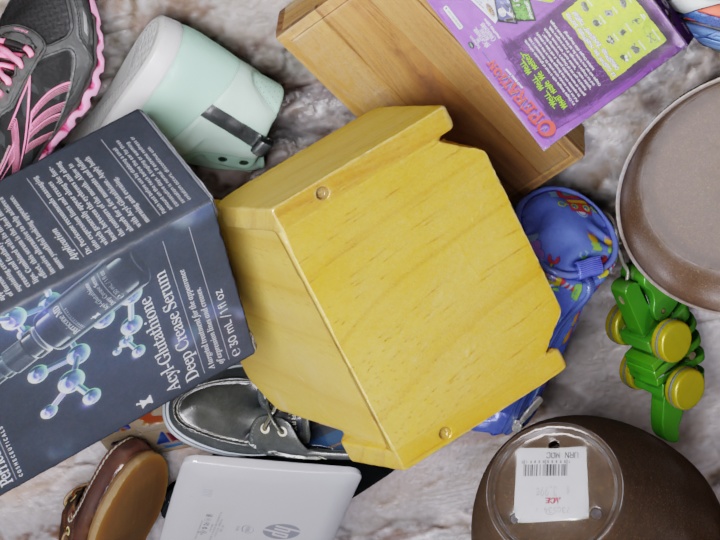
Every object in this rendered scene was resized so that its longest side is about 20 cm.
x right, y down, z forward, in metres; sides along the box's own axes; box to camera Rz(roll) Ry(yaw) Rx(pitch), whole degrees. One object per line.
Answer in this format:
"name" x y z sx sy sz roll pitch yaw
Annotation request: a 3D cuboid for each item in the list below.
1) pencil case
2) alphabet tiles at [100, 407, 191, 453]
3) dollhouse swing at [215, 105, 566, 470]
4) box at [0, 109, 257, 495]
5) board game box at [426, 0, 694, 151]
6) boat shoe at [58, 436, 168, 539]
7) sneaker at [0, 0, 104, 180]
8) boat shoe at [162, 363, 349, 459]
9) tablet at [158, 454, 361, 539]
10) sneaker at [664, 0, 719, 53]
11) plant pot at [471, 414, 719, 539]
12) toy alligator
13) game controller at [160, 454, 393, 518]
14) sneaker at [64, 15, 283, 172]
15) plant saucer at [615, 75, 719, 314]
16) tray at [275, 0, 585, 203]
"pencil case" 0.111 0.035 1.668 0.078 0.087 0.200 -18 148 -34
"alphabet tiles" -0.179 0.092 1.765 0.199 0.008 0.167 -12 144 13
"dollhouse swing" 0.000 0.000 1.592 0.181 0.176 0.201 -31 112 -9
"box" -0.185 0.020 1.521 0.199 0.107 0.149 -29 139 -13
"board game box" 0.098 -0.187 1.492 0.120 0.032 0.200 -36 96 24
"boat shoe" -0.202 0.199 1.843 0.070 0.070 0.201 41 130 27
"sneaker" -0.230 -0.103 1.534 0.079 0.201 0.095 19 177 26
"boat shoe" -0.041 0.100 1.699 0.199 0.057 0.069 4 87 1
"tablet" -0.079 0.186 1.788 0.129 0.014 0.200 5 150 -9
"sneaker" 0.217 -0.182 1.507 0.199 0.075 0.079 -3 126 4
"plant pot" 0.151 0.174 1.676 0.186 0.188 0.200 -11 159 12
"toy alligator" 0.208 0.031 1.696 0.054 0.059 0.201 -35 123 -25
"game controller" -0.057 0.155 1.819 0.104 0.042 0.200 27 131 -37
"sneaker" -0.131 -0.069 1.619 0.118 0.074 0.201 25 128 -21
"plant saucer" 0.269 -0.058 1.620 0.199 0.032 0.201 -1 127 -1
"tray" 0.047 -0.121 1.589 0.098 0.037 0.200 -33 121 26
